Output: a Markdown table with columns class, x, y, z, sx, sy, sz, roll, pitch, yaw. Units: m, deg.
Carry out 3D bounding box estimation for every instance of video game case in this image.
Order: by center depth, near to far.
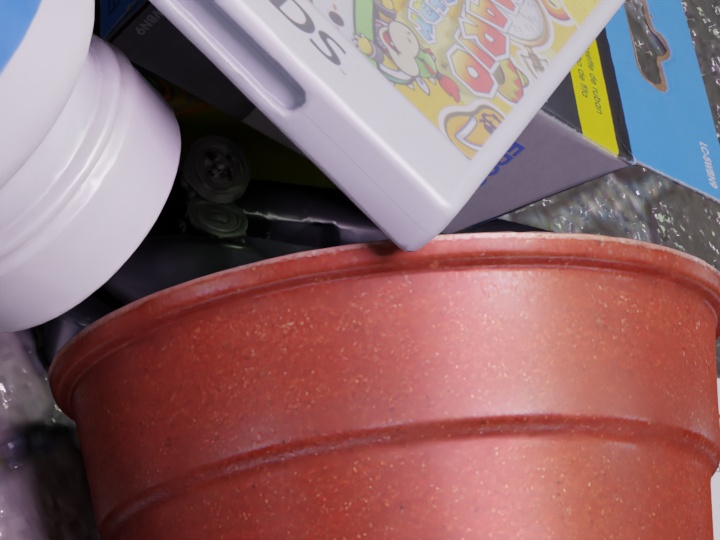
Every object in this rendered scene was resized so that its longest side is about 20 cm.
| class | x | y | z | sx | sy | sz | roll | pitch | yaw |
| --- | --- | --- | --- | --- | --- | --- | --- | --- | --- |
| video game case | -0.014 | -0.110 | 0.809 | 0.182 | 0.023 | 0.200 | 45 | 30 | -3 |

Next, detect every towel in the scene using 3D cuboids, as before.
| class | x | y | z | sx | sy | sz | roll | pitch | yaw |
| --- | --- | --- | --- | --- | --- | --- | --- | --- | --- |
| towel | -0.058 | -0.040 | 0.908 | 0.200 | 0.086 | 0.018 | 9 | 78 | -46 |

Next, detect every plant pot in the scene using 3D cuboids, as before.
| class | x | y | z | sx | sy | sz | roll | pitch | yaw |
| --- | --- | --- | --- | --- | --- | --- | --- | --- | --- |
| plant pot | 0.021 | 0.113 | 0.814 | 0.201 | 0.201 | 0.195 | 10 | 65 | -45 |

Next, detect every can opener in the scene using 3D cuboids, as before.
| class | x | y | z | sx | sy | sz | roll | pitch | yaw |
| --- | --- | --- | --- | --- | --- | --- | --- | --- | --- |
| can opener | 0.000 | 0.000 | 0.905 | 0.200 | 0.079 | 0.063 | 2 | 50 | -21 |

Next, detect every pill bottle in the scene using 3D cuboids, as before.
| class | x | y | z | sx | sy | sz | roll | pitch | yaw |
| --- | --- | --- | --- | --- | --- | --- | --- | --- | --- |
| pill bottle | -0.138 | -0.072 | 0.726 | 0.200 | 0.112 | 0.112 | 44 | 38 | -37 |

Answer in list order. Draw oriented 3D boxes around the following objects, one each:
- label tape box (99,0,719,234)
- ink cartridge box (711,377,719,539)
| class | x | y | z | sx | sy | sz | roll | pitch | yaw |
| --- | --- | --- | --- | --- | --- | --- | --- | --- | --- |
| label tape box | 0.014 | -0.089 | 0.905 | 0.200 | 0.063 | 0.144 | 28 | 35 | -29 |
| ink cartridge box | 0.102 | 0.135 | 0.966 | 0.147 | 0.083 | 0.200 | 13 | 57 | -43 |
